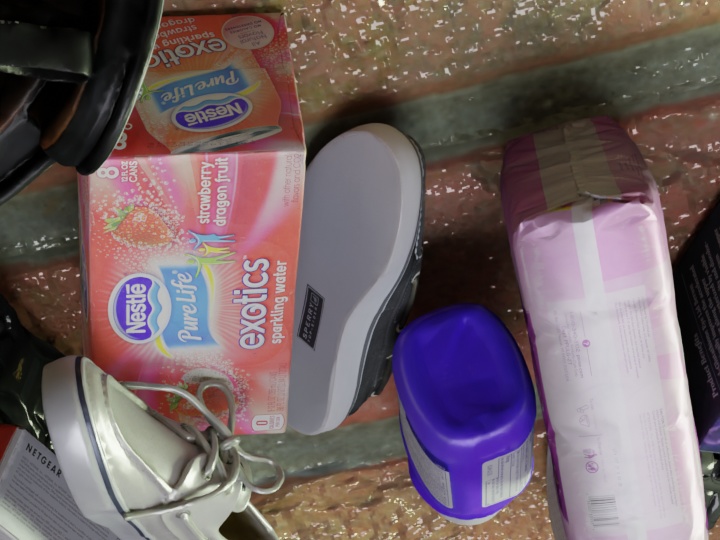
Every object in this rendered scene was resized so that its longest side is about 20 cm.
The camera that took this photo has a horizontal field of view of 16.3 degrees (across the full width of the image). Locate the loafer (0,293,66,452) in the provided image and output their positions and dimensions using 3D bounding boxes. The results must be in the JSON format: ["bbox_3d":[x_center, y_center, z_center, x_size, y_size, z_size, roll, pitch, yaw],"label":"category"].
[{"bbox_3d":[-0.193,0.057,1.281,0.070,0.068,0.201,6,150,26],"label":"loafer"}]

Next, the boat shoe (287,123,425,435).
[{"bbox_3d":[0.000,0.000,1.264,0.057,0.069,0.200,-25,148,-37],"label":"boat shoe"}]

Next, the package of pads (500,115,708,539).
[{"bbox_3d":[0.119,0.037,1.228,0.075,0.121,0.201,-10,112,6],"label":"package of pads"}]

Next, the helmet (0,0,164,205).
[{"bbox_3d":[-0.178,-0.113,0.993,0.199,0.201,0.190,15,172,-27],"label":"helmet"}]

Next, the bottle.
[{"bbox_3d":[0.056,0.086,1.325,0.065,0.084,0.200,-20,158,-5],"label":"bottle"}]

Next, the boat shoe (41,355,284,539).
[{"bbox_3d":[-0.080,0.098,1.194,0.086,0.075,0.202,-17,140,9],"label":"boat shoe"}]

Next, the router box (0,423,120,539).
[{"bbox_3d":[-0.193,0.143,1.313,0.179,0.049,0.200,3,150,36],"label":"router box"}]

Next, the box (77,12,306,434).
[{"bbox_3d":[-0.084,-0.017,1.193,0.102,0.095,0.200,-2,137,-8],"label":"box"}]

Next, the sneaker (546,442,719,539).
[{"bbox_3d":[0.160,0.085,1.388,0.099,0.071,0.200,-11,141,-10],"label":"sneaker"}]

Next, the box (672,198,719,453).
[{"bbox_3d":[0.262,0.001,1.287,0.147,0.105,0.200,7,135,-21],"label":"box"}]
